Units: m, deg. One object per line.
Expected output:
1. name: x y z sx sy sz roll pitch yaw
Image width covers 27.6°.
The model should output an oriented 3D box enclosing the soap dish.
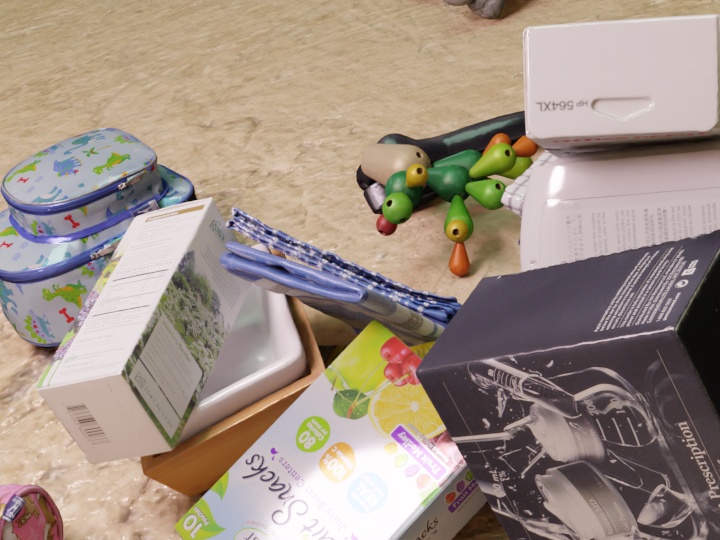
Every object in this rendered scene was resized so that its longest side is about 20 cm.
1. soap dish: -0.106 0.078 1.168 0.156 0.082 0.201 -28 32 2

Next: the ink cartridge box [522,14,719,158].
1. ink cartridge box: 0.207 -0.136 1.122 0.144 0.086 0.200 -2 0 13

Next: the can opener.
1. can opener: 0.089 -0.112 1.429 0.198 0.079 0.063 -20 -8 -11

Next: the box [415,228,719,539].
1. box: 0.165 0.098 0.872 0.181 0.201 0.104 -13 26 42

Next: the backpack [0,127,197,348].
1. backpack: -0.262 -0.037 1.381 0.199 0.148 0.183 -32 32 -19

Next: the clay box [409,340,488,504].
1. clay box: 0.083 0.105 1.042 0.197 0.048 0.116 -14 62 4

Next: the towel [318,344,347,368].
1. towel: 0.032 0.099 1.154 0.198 0.018 0.086 3 42 29

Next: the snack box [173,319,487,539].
1. snack box: -0.009 0.149 0.974 0.200 0.053 0.142 -45 47 -5

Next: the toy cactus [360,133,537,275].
1. toy cactus: 0.072 -0.076 1.328 0.164 0.103 0.199 20 39 40

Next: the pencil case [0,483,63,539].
1. pencil case: -0.323 0.201 1.100 0.197 0.087 0.084 -3 65 22

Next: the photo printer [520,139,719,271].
1. photo printer: 0.218 -0.009 1.095 0.197 0.169 0.069 -5 1 20

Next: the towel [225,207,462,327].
1. towel: 0.000 0.000 1.171 0.198 0.024 0.145 24 1 14

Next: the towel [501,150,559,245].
1. towel: 0.240 -0.062 1.240 0.164 0.086 0.200 21 51 36

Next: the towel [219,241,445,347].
1. towel: 0.001 0.031 1.097 0.146 0.199 0.024 17 83 37

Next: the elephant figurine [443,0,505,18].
1. elephant figurine: 0.131 -0.386 1.772 0.153 0.143 0.200 11 13 -8

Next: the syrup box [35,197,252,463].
1. syrup box: -0.156 0.042 1.105 0.081 0.079 0.201 -12 36 26
